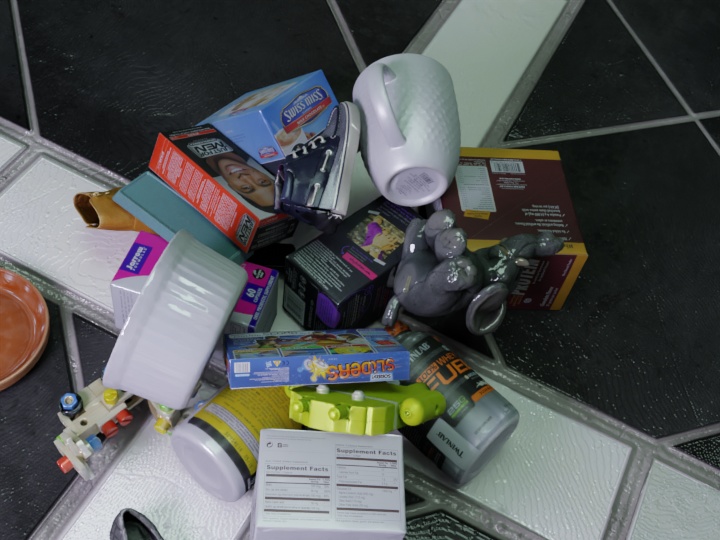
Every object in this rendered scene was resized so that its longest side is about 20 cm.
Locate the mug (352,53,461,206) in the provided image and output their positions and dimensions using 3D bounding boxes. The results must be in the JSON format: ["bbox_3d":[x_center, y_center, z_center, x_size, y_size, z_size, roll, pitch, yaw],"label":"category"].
[{"bbox_3d":[0.057,-0.197,1.270,0.147,0.200,0.176,-17,55,17],"label":"mug"}]

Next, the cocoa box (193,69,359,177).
[{"bbox_3d":[-0.127,-0.190,1.353,0.133,0.132,0.199,-40,23,-33],"label":"cocoa box"}]

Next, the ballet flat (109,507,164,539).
[{"bbox_3d":[-0.219,0.351,1.031,0.066,0.057,0.200,-32,64,-28],"label":"ballet flat"}]

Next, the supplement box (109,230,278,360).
[{"bbox_3d":[-0.219,0.039,1.243,0.199,0.104,0.102,15,52,5],"label":"supplement box"}]

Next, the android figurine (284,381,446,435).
[{"bbox_3d":[-0.001,0.147,1.053,0.181,0.041,0.200,7,4,31],"label":"android figurine"}]

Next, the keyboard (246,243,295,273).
[{"bbox_3d":[-0.192,-0.006,1.334,0.199,0.040,0.104,3,29,-6],"label":"keyboard"}]

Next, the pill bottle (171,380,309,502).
[{"bbox_3d":[-0.124,0.176,1.145,0.114,0.115,0.200,36,56,18],"label":"pill bottle"}]

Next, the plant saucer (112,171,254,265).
[{"bbox_3d":[-0.237,-0.065,1.243,0.200,0.019,0.070,36,53,15],"label":"plant saucer"}]

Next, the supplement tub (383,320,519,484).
[{"bbox_3d":[0.092,0.163,1.185,0.200,0.123,0.122,40,57,20],"label":"supplement tub"}]

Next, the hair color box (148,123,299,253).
[{"bbox_3d":[-0.181,-0.115,1.262,0.200,0.061,0.101,40,35,19],"label":"hair color box"}]

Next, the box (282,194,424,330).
[{"bbox_3d":[0.000,0.000,1.295,0.200,0.123,0.106,-33,63,-30],"label":"box"}]

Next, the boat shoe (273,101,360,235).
[{"bbox_3d":[-0.059,-0.150,1.231,0.092,0.075,0.201,16,58,-18],"label":"boat shoe"}]

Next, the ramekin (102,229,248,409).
[{"bbox_3d":[-0.208,0.062,1.080,0.097,0.201,0.201,26,52,-6],"label":"ramekin"}]

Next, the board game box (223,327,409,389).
[{"bbox_3d":[-0.055,0.098,1.074,0.199,0.035,0.135,-1,8,-11],"label":"board game box"}]

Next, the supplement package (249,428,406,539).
[{"bbox_3d":[-0.042,0.272,1.029,0.155,0.200,0.111,4,53,-7],"label":"supplement package"}]

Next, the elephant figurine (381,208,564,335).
[{"bbox_3d":[0.149,0.011,1.204,0.199,0.155,0.142,19,64,-40],"label":"elephant figurine"}]

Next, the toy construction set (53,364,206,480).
[{"bbox_3d":[-0.292,0.180,1.136,0.131,0.092,0.200,42,47,21],"label":"toy construction set"}]

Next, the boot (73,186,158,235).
[{"bbox_3d":[-0.294,-0.066,1.285,0.201,0.071,0.144,24,22,37],"label":"boot"}]

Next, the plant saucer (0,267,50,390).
[{"bbox_3d":[-0.506,0.081,1.207,0.199,0.032,0.201,5,52,-6],"label":"plant saucer"}]

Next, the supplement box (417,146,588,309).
[{"bbox_3d":[0.201,-0.062,1.369,0.196,0.133,0.201,1,53,-9],"label":"supplement box"}]
